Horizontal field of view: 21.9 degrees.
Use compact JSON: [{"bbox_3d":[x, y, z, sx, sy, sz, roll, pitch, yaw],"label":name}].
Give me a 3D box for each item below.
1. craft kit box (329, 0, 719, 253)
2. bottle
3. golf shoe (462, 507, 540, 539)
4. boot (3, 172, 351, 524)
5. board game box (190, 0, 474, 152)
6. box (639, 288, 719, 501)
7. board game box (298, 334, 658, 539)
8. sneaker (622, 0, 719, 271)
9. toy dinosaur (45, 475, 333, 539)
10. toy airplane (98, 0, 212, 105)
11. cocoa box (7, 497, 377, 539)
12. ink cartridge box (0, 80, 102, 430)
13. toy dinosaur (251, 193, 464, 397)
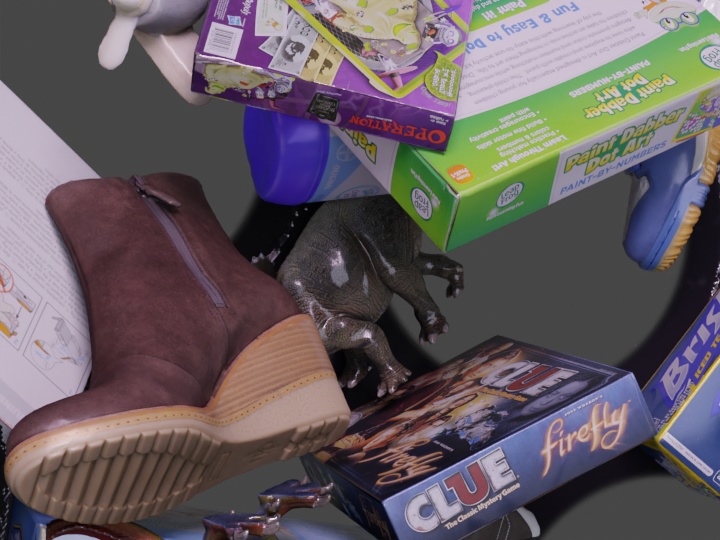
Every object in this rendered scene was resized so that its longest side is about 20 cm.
[{"bbox_3d":[0.062,-0.121,0.923,0.200,0.049,0.198,-24,56,-29],"label":"craft kit box"},{"bbox_3d":[0.042,-0.079,0.968,0.199,0.084,0.065,-6,67,-19],"label":"bottle"},{"bbox_3d":[0.048,0.215,1.021,0.094,0.078,0.201,11,92,-15],"label":"golf shoe"},{"bbox_3d":[-0.113,0.029,0.876,0.200,0.072,0.167,-8,52,-46],"label":"boot"},{"bbox_3d":[-0.003,-0.146,0.885,0.120,0.032,0.200,11,48,1],"label":"board game box"},{"bbox_3d":[0.237,0.034,1.059,0.064,0.070,0.200,39,84,-11],"label":"box"},{"bbox_3d":[0.051,0.085,0.948,0.135,0.200,0.035,-26,99,-12],"label":"board game box"},{"bbox_3d":[0.159,-0.101,1.037,0.088,0.075,0.201,12,84,-4],"label":"sneaker"},{"bbox_3d":[-0.032,0.194,0.880,0.199,0.105,0.182,-1,100,18],"label":"toy dinosaur"},{"bbox_3d":[-0.145,-0.184,0.880,0.200,0.141,0.200,22,46,-21],"label":"toy airplane"},{"bbox_3d":[-0.084,0.192,0.955,0.199,0.133,0.132,9,89,-15],"label":"cocoa box"},{"bbox_3d":[-0.198,-0.022,0.885,0.043,0.174,0.200,-27,119,33],"label":"ink cartridge box"},{"bbox_3d":[0.000,0.000,0.994,0.200,0.077,0.102,-42,109,-5],"label":"toy dinosaur"}]
